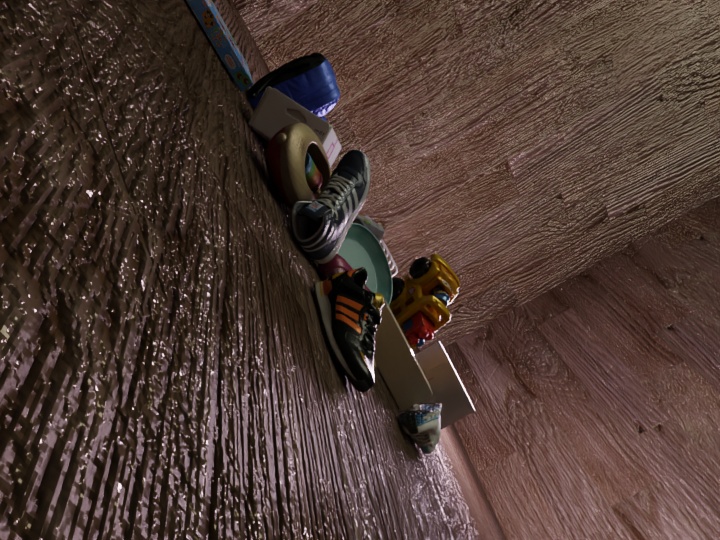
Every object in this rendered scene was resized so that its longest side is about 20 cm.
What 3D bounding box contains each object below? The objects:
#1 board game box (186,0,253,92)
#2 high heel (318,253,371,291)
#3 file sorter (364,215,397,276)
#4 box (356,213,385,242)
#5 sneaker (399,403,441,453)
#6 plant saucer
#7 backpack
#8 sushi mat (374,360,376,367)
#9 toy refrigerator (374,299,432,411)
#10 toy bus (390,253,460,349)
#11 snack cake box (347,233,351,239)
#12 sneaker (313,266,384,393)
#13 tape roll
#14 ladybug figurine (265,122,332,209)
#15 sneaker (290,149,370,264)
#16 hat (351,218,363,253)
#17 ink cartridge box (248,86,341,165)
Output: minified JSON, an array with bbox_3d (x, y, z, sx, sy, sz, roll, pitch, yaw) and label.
[{"bbox_3d":[-0.284,-0.476,1.170,0.202,0.036,0.152,61,4,-37],"label":"board game box"},{"bbox_3d":[-0.020,0.020,1.075,0.200,0.066,0.098,51,17,-67],"label":"high heel"},{"bbox_3d":[0.018,-0.049,1.718,0.141,0.123,0.200,63,4,24],"label":"file sorter"},{"bbox_3d":[-0.032,-0.140,1.536,0.197,0.042,0.156,30,8,-5],"label":"box"},{"bbox_3d":[0.124,0.304,1.115,0.200,0.073,0.089,22,64,-71],"label":"sneaker"},{"bbox_3d":[0.000,0.000,1.263,0.199,0.035,0.205,31,50,-45],"label":"plant saucer"},{"bbox_3d":[-0.142,-0.399,1.365,0.170,0.197,0.163,59,3,-32],"label":"backpack"},{"bbox_3d":[-0.016,0.099,0.991,0.097,0.012,0.201,63,3,28],"label":"sushi mat"},{"bbox_3d":[0.065,0.168,1.175,0.203,0.075,0.070,61,4,-11],"label":"toy refrigerator"},{"bbox_3d":[0.149,0.088,1.380,0.136,0.199,0.193,44,16,-27],"label":"toy bus"},{"bbox_3d":[-0.096,-0.158,1.305,0.203,0.066,0.115,65,3,31],"label":"snack cake box"},{"bbox_3d":[-0.003,0.068,0.797,0.070,0.089,0.202,58,5,-41],"label":"sneaker"},{"bbox_3d":[0.198,0.311,1.558,0.206,0.137,0.203,63,3,-6],"label":"tape roll"},{"bbox_3d":[-0.105,-0.166,0.993,0.201,0.070,0.139,60,36,-57],"label":"ladybug figurine"},{"bbox_3d":[-0.047,-0.117,0.952,0.069,0.204,0.108,20,-7,23],"label":"sneaker"},{"bbox_3d":[-0.011,-0.015,1.391,0.201,0.080,0.203,52,25,-37],"label":"hat"},{"bbox_3d":[-0.123,-0.266,1.159,0.143,0.086,0.200,32,2,2],"label":"ink cartridge box"}]
